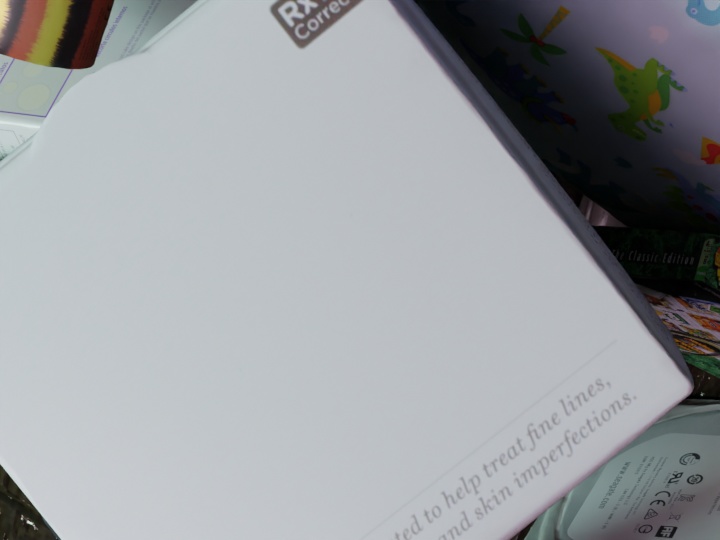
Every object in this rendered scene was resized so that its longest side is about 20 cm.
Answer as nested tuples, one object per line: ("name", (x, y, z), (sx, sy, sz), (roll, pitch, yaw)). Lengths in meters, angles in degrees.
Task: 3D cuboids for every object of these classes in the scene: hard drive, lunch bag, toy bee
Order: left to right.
("toy bee", (-0.189, -0.137, 1.017), (0.200, 0.108, 0.132), (15, 101, 52))
("lunch bag", (0.110, -0.097, 0.897), (0.170, 0.128, 0.200), (35, 174, -4))
("hard drive", (0.175, 0.108, 1.052), (0.199, 0.140, 0.038), (2, 124, 30))

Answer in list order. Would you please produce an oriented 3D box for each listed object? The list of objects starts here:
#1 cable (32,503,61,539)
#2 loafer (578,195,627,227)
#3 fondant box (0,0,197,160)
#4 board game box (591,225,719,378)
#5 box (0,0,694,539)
("cable", (-0.036, 0.110, 1.006), (0.163, 0.051, 0.200), (-11, 129, 28))
("loafer", (0.096, 0.015, 1.084), (0.070, 0.070, 0.200), (36, 126, 10))
("fondant box", (-0.132, -0.101, 1.075), (0.199, 0.145, 0.058), (9, 144, 25))
("board game box", (0.153, 0.022, 0.987), (0.104, 0.024, 0.200), (2, 164, 43))
("box", (-0.025, 0.014, 0.850), (0.199, 0.131, 0.200), (-38, 92, 7))
